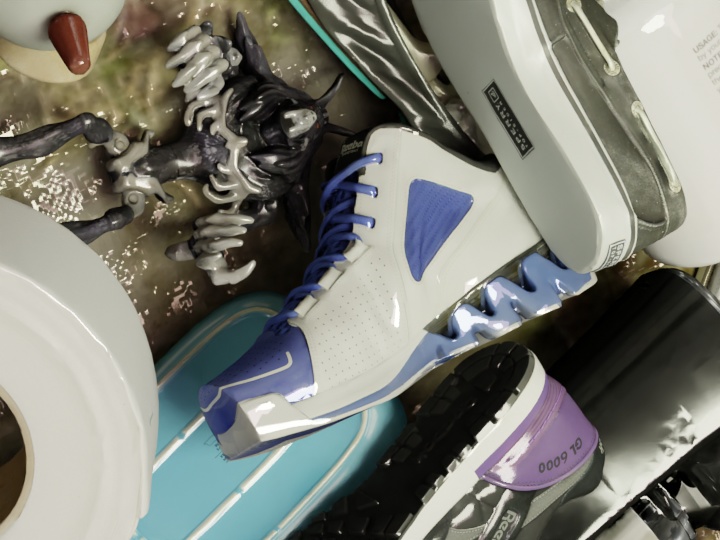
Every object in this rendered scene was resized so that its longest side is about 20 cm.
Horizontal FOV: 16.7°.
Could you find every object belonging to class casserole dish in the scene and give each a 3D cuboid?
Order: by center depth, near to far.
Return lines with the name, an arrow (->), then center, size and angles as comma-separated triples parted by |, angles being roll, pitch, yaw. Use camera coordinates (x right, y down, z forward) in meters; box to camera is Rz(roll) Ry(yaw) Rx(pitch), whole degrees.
casserole dish -> -0.068, 0.094, 1.156 | 0.121, 0.039, 0.200 | 43, 81, 12

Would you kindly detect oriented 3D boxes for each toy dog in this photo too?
toy dog -> -0.175, -0.127, 1.007 | 0.200, 0.096, 0.132 | 0, 129, -5

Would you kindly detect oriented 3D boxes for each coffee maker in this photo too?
coffee maker -> 0.106, 0.091, 1.219 | 0.200, 0.135, 0.192 | -42, 115, -10

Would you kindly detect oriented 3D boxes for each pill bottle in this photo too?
pill bottle -> 0.140, -0.110, 1.197 | 0.114, 0.114, 0.200 | -40, 114, -11

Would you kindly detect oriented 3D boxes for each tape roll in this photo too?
tape roll -> -0.189, 0.065, 1.066 | 0.202, 0.071, 0.203 | 0, 114, -1

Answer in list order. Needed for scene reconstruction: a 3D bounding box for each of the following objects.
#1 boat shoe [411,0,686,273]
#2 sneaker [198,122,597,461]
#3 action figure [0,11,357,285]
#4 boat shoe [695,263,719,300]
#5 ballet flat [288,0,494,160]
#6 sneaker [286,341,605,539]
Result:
boat shoe -> 0.082, -0.097, 1.114 | 0.064, 0.071, 0.200 | -24, 87, -27
sneaker -> 0.001, 0.000, 1.115 | 0.199, 0.081, 0.115 | -27, 87, -26
action figure -> -0.081, -0.049, 1.117 | 0.200, 0.102, 0.119 | -18, 98, -19
boat shoe -> 0.225, 0.001, 1.290 | 0.075, 0.068, 0.200 | 0, 104, -27
ballet flat -> 0.035, -0.090, 1.173 | 0.068, 0.068, 0.200 | -31, 117, 11
sneaker -> 0.032, 0.133, 1.117 | 0.200, 0.076, 0.088 | -45, 115, -4
